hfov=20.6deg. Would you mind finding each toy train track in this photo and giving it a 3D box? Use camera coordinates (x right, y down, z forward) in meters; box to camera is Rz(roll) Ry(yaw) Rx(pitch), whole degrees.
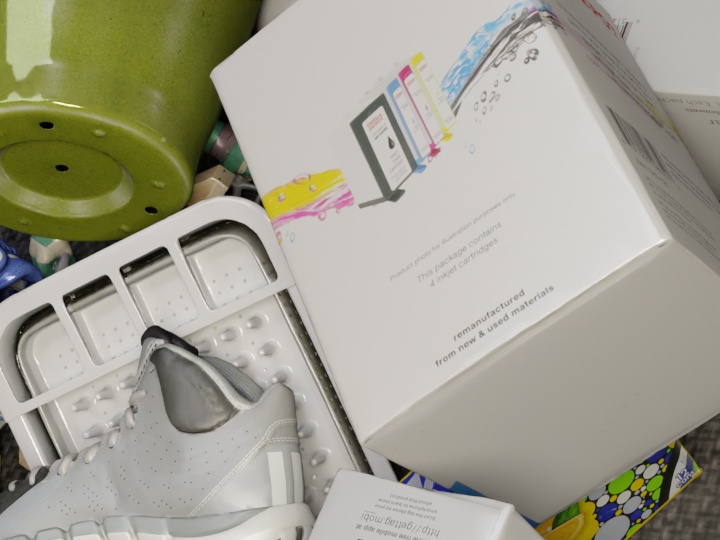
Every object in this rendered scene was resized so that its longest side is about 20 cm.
[{"bbox_3d":[-0.133,0.022,1.050,0.200,0.033,0.115,-54,7,20],"label":"toy train track"}]

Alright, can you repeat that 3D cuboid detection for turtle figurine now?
[{"bbox_3d":[-0.131,-0.068,1.135,0.150,0.101,0.200,-14,42,11],"label":"turtle figurine"}]

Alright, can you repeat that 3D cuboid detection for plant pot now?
[{"bbox_3d":[-0.141,-0.126,1.012,0.200,0.200,0.193,-11,58,26],"label":"plant pot"}]

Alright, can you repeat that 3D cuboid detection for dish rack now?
[{"bbox_3d":[-0.077,0.079,0.971,0.172,0.044,0.200,-26,88,15],"label":"dish rack"}]

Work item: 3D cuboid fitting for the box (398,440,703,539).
[{"bbox_3d":[0.052,0.124,0.898,0.200,0.070,0.064,-42,45,0],"label":"box"}]

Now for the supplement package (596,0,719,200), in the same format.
[{"bbox_3d":[0.157,-0.128,0.974,0.200,0.111,0.156,9,69,37],"label":"supplement package"}]

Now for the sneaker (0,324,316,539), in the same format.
[{"bbox_3d":[-0.113,0.086,0.932,0.200,0.075,0.116,-7,77,21],"label":"sneaker"}]

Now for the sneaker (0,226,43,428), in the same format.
[{"bbox_3d":[-0.202,0.009,1.074,0.088,0.075,0.200,-30,48,24],"label":"sneaker"}]

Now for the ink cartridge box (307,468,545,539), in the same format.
[{"bbox_3d":[0.035,0.201,0.763,0.084,0.200,0.176,8,63,37],"label":"ink cartridge box"}]

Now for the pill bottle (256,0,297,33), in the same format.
[{"bbox_3d":[0.015,-0.150,1.085,0.112,0.112,0.200,25,74,41],"label":"pill bottle"}]

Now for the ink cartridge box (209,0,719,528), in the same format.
[{"bbox_3d":[0.057,-0.026,0.826,0.145,0.147,0.200,-35,55,17],"label":"ink cartridge box"}]
